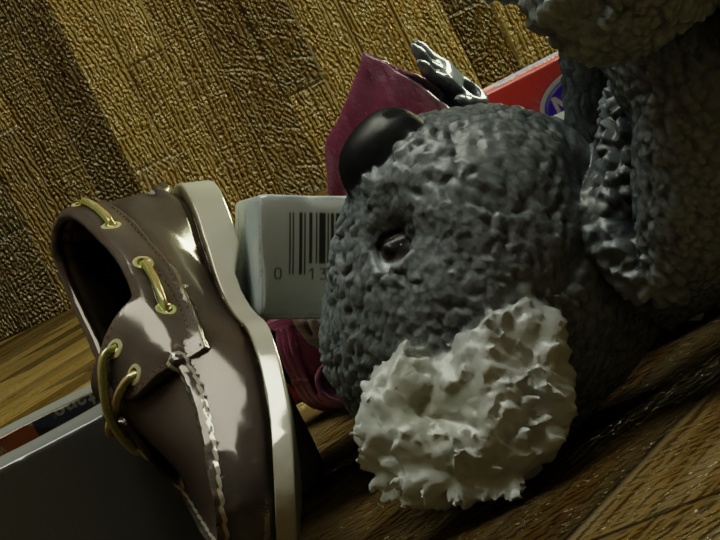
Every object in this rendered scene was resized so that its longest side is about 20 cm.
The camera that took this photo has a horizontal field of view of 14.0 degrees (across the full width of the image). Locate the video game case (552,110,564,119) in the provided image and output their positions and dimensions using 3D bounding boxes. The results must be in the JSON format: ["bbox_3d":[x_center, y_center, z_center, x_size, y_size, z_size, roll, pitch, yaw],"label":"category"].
[{"bbox_3d":[0.131,-0.043,1.119,0.182,0.024,0.200,-1,-13,-38],"label":"video game case"}]

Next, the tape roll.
[{"bbox_3d":[-0.116,0.091,1.116,0.200,0.066,0.200,-26,3,2],"label":"tape roll"}]

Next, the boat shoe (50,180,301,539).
[{"bbox_3d":[-0.063,0.034,0.988,0.059,0.072,0.200,-3,34,-13],"label":"boat shoe"}]

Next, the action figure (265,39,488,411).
[{"bbox_3d":[0.000,0.000,1.299,0.149,0.134,0.200,21,-66,-45],"label":"action figure"}]

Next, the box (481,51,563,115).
[{"bbox_3d":[0.108,-0.058,1.390,0.200,0.095,0.103,-27,3,-4],"label":"box"}]

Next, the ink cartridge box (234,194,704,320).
[{"bbox_3d":[0.029,-0.006,1.106,0.160,0.047,0.200,0,2,-8],"label":"ink cartridge box"}]

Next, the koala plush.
[{"bbox_3d":[0.066,-0.016,0.909,0.200,0.184,0.177,-47,16,3],"label":"koala plush"}]
